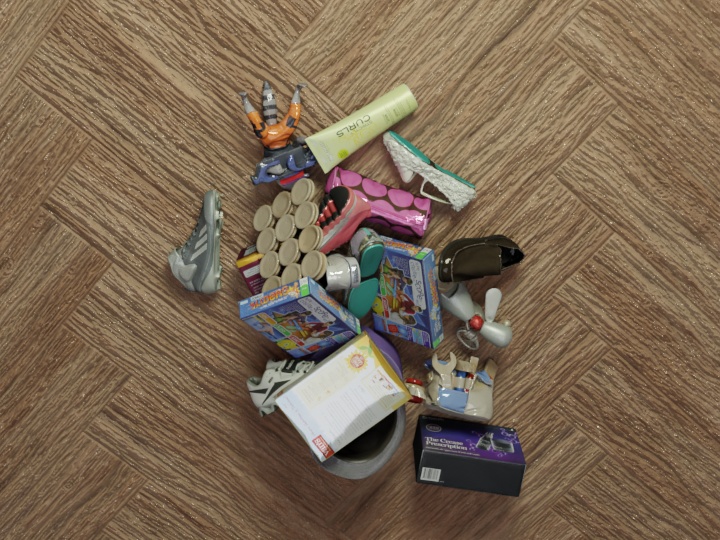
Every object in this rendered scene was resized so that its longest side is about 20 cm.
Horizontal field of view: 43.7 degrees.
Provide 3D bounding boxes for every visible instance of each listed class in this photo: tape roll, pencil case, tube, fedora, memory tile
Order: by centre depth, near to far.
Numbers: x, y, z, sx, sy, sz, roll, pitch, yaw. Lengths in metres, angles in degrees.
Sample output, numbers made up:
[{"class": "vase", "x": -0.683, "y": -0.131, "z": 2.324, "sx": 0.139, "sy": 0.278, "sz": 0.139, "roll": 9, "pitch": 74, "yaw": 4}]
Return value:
[{"class": "memory tile", "x": -0.122, "y": -0.051, "z": 1.542, "sx": 0.153, "sy": 0.200, "sz": 0.017, "roll": -32, "pitch": 143, "yaw": 33}, {"class": "tube", "x": 0.005, "y": -0.249, "z": 1.561, "sx": 0.200, "sy": 0.052, "sz": 0.058, "roll": -32, "pitch": 83, "yaw": -1}, {"class": "pencil case", "x": 0.032, "y": -0.117, "z": 1.604, "sx": 0.200, "sy": 0.094, "sz": 0.091, "roll": 17, "pitch": 94, "yaw": -7}, {"class": "fedora", "x": -0.009, "y": 0.271, "z": 1.654, "sx": 0.177, "sy": 0.090, "sz": 0.200, "roll": 18, "pitch": 97, "yaw": -9}, {"class": "tape roll", "x": -0.017, "y": 0.210, "z": 1.726, "sx": 0.200, "sy": 0.085, "sz": 0.200, "roll": 0, "pitch": 109, "yaw": -1}]

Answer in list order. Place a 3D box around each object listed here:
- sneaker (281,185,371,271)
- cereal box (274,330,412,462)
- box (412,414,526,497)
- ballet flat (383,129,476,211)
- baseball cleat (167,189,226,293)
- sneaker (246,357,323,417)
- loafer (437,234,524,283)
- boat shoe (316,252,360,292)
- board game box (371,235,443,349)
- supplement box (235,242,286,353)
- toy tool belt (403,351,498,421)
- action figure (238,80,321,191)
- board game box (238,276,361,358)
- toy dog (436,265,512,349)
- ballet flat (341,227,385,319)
[{"class": "sneaker", "x": -0.056, "y": -0.055, "z": 1.553, "sx": 0.087, "sy": 0.074, "sz": 0.200, "roll": 22, "pitch": 124, "yaw": -41}, {"class": "cereal box", "x": -0.030, "y": 0.221, "z": 1.577, "sx": 0.200, "sy": 0.040, "sz": 0.144, "roll": -35, "pitch": 100, "yaw": 2}, {"class": "box", "x": 0.208, "y": 0.358, "z": 1.747, "sx": 0.200, "sy": 0.141, "sz": 0.079, "roll": 9, "pitch": 107, "yaw": -3}, {"class": "ballet flat", "x": 0.114, "y": -0.170, "z": 1.596, "sx": 0.200, "sy": 0.072, "sz": 0.072, "roll": 32, "pitch": 106, "yaw": -9}, {"class": "baseball cleat", "x": -0.301, "y": -0.050, "z": 1.643, "sx": 0.106, "sy": 0.070, "sz": 0.200, "roll": 3, "pitch": 109, "yaw": -1}, {"class": "sneaker", "x": -0.129, "y": 0.192, "z": 1.642, "sx": 0.200, "sy": 0.074, "sz": 0.089, "roll": -29, "pitch": 96, "yaw": 23}, {"class": "loafer", "x": 0.218, "y": -0.023, "z": 1.594, "sx": 0.200, "sy": 0.071, "sz": 0.073, "roll": -20, "pitch": 115, "yaw": -38}, {"class": "boat shoe", "x": -0.061, "y": 0.009, "z": 1.557, "sx": 0.070, "sy": 0.200, "sz": 0.071, "roll": -7, "pitch": 94, "yaw": -17}, {"class": "board game box", "x": 0.077, "y": 0.038, "z": 1.625, "sx": 0.135, "sy": 0.034, "sz": 0.200, "roll": 18, "pitch": 133, "yaw": 33}, {"class": "supplement box", "x": -0.134, "y": 0.037, "z": 1.663, "sx": 0.110, "sy": 0.086, "sz": 0.200, "roll": -24, "pitch": 107, "yaw": 8}, {"class": "toy tool belt", "x": 0.170, "y": 0.207, "z": 1.707, "sx": 0.200, "sy": 0.125, "sz": 0.123, "roll": 19, "pitch": 75, "yaw": -22}, {"class": "action figure", "x": -0.120, "y": -0.234, "z": 1.584, "sx": 0.200, "sy": 0.105, "sz": 0.194, "roll": -17, "pitch": 118, "yaw": -23}, {"class": "board game box", "x": -0.100, "y": 0.084, "z": 1.543, "sx": 0.135, "sy": 0.035, "sz": 0.200, "roll": -19, "pitch": 149, "yaw": 16}, {"class": "toy dog", "x": 0.202, "y": 0.051, "z": 1.667, "sx": 0.200, "sy": 0.132, "sz": 0.096, "roll": 45, "pitch": 65, "yaw": -18}, {"class": "ballet flat", "x": 0.000, "y": 0.000, "z": 1.584, "sx": 0.072, "sy": 0.072, "sz": 0.200, "roll": 10, "pitch": 135, "yaw": -3}]
